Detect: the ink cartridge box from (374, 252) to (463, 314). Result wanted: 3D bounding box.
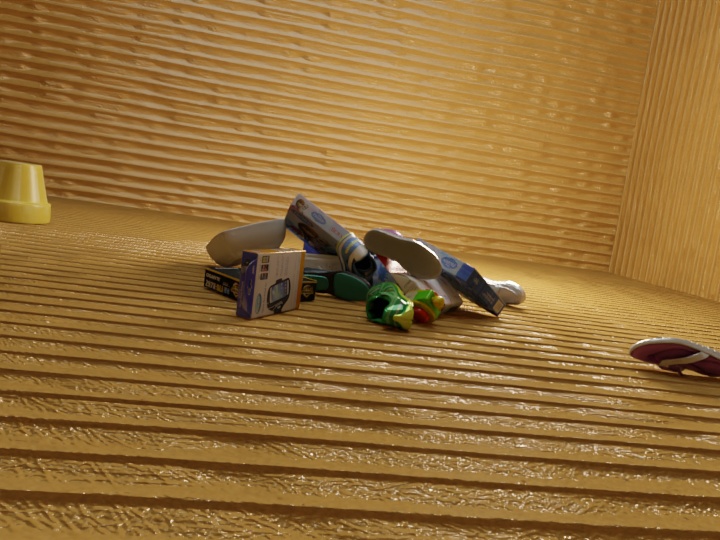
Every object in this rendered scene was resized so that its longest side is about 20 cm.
[{"bbox_3d":[0.141,0.017,1.375,0.161,0.057,0.202,-2,54,-55],"label":"ink cartridge box"}]

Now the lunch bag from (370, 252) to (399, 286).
[{"bbox_3d":[0.069,0.000,1.572,0.197,0.131,0.169,-1,3,38],"label":"lunch bag"}]

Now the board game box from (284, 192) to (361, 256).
[{"bbox_3d":[-0.108,-0.099,1.518,0.199,0.041,0.199,37,-17,-4],"label":"board game box"}]

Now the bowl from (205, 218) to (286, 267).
[{"bbox_3d":[-0.301,-0.067,1.550,0.197,0.076,0.199,-17,-3,-30],"label":"bowl"}]

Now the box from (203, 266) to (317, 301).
[{"bbox_3d":[-0.218,0.030,1.274,0.158,0.050,0.198,17,11,42],"label":"box"}]

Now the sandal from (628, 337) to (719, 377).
[{"bbox_3d":[0.613,0.173,1.091,0.198,0.083,0.050,10,50,1],"label":"sandal"}]

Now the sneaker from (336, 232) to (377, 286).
[{"bbox_3d":[0.000,0.000,1.415,0.082,0.074,0.201,34,-20,34],"label":"sneaker"}]

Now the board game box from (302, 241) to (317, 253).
[{"bbox_3d":[-0.082,-0.039,1.759,0.156,0.099,0.200,9,7,7],"label":"board game box"}]

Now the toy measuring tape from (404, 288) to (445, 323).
[{"bbox_3d":[0.118,0.082,1.258,0.072,0.075,0.199,3,-9,-33],"label":"toy measuring tape"}]

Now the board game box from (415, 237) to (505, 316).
[{"bbox_3d":[0.242,0.017,1.439,0.198,0.044,0.200,35,-4,45],"label":"board game box"}]

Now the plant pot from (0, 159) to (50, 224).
[{"bbox_3d":[-1.138,-0.263,1.921,0.196,0.193,0.201,8,8,-1],"label":"plant pot"}]

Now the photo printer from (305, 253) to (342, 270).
[{"bbox_3d":[-0.146,-0.011,1.527,0.164,0.071,0.199,4,1,-32],"label":"photo printer"}]

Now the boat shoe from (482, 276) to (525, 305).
[{"bbox_3d":[0.382,0.060,1.680,0.068,0.073,0.198,-25,34,-36],"label":"boat shoe"}]

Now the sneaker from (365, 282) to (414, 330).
[{"bbox_3d":[0.046,0.065,1.193,0.082,0.076,0.200,10,7,-18],"label":"sneaker"}]

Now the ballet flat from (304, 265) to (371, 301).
[{"bbox_3d":[-0.063,0.026,1.378,0.195,0.075,0.073,7,7,11],"label":"ballet flat"}]

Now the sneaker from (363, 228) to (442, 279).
[{"bbox_3d":[0.114,-0.049,1.365,0.198,0.074,0.114,31,16,16],"label":"sneaker"}]

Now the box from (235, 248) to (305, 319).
[{"bbox_3d":[-0.173,0.021,1.099,0.041,0.122,0.199,11,7,25],"label":"box"}]
